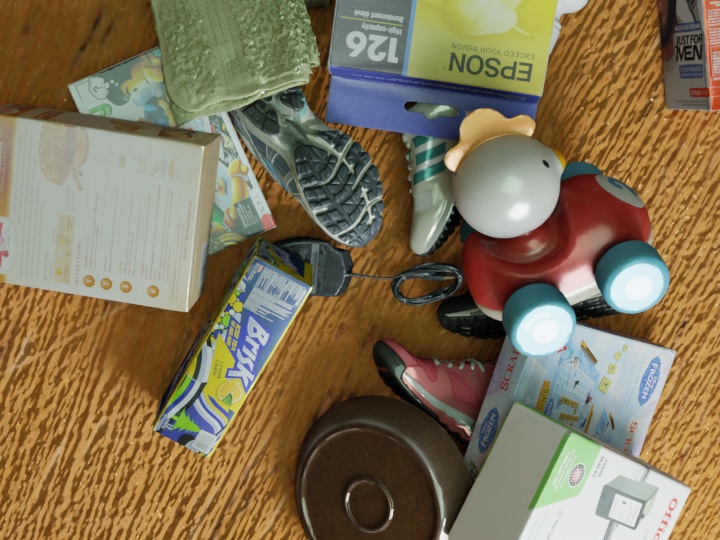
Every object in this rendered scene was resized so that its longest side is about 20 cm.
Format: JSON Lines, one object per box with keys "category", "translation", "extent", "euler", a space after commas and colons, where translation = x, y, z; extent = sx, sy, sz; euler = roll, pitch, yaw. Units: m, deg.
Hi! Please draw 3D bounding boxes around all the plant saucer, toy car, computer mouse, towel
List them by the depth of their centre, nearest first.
{"category": "toy car", "translation": [0.155, -0.066, 1.169], "extent": [0.177, 0.184, 0.200], "euler": [-25, 124, 5]}
{"category": "towel", "translation": [-0.122, -0.239, 1.180], "extent": [0.148, 0.036, 0.200], "euler": [-18, 74, 15]}
{"category": "plant saucer", "translation": [0.014, 0.221, 1.258], "extent": [0.200, 0.034, 0.201], "euler": [5, 100, 30]}
{"category": "computer mouse", "translation": [0.000, 0.000, 1.278], "extent": [0.199, 0.034, 0.059], "euler": [7, 107, -5]}

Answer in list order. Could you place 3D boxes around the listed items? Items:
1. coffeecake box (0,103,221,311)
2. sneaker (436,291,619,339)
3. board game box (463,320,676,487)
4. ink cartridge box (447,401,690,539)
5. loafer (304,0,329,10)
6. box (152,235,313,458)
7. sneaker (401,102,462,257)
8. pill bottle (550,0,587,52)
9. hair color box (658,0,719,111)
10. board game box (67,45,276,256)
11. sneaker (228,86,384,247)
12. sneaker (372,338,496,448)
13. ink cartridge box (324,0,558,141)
{"category": "coffeecake box", "translation": [-0.238, -0.059, 1.192], "extent": [0.199, 0.073, 0.154], "euler": [9, 105, 4]}
{"category": "sneaker", "translation": [0.171, 0.010, 1.305], "extent": [0.199, 0.076, 0.088], "euler": [-10, 69, 1]}
{"category": "board game box", "translation": [0.201, 0.149, 1.290], "extent": [0.199, 0.041, 0.200], "euler": [16, 95, -37]}
{"category": "ink cartridge box", "translation": [0.199, 0.228, 1.233], "extent": [0.200, 0.084, 0.146], "euler": [26, 89, -39]}
{"category": "loafer", "translation": [0.004, -0.326, 1.220], "extent": [0.067, 0.076, 0.200], "euler": [27, 93, -5]}
{"category": "box", "translation": [-0.120, 0.073, 1.241], "extent": [0.064, 0.070, 0.200], "euler": [30, 104, -11]}
{"category": "sneaker", "translation": [0.069, -0.116, 1.272], "extent": [0.093, 0.070, 0.200], "euler": [21, 100, 12]}
{"category": "pill bottle", "translation": [0.176, -0.310, 1.229], "extent": [0.111, 0.111, 0.200], "euler": [21, 94, -10]}
{"category": "hair color box", "translation": [0.332, -0.255, 1.261], "extent": [0.064, 0.111, 0.201], "euler": [-7, 98, -8]}
{"category": "board game box", "translation": [-0.176, -0.108, 1.244], "extent": [0.126, 0.035, 0.200], "euler": [-24, 100, -3]}
{"category": "sneaker", "translation": [-0.052, -0.106, 1.236], "extent": [0.078, 0.086, 0.200], "euler": [-37, 92, -18]}
{"category": "sneaker", "translation": [0.098, 0.115, 1.305], "extent": [0.200, 0.074, 0.087], "euler": [39, 82, -18]}
{"category": "ink cartridge box", "translation": [0.073, -0.216, 1.180], "extent": [0.197, 0.047, 0.201], "euler": [8, 104, 3]}
